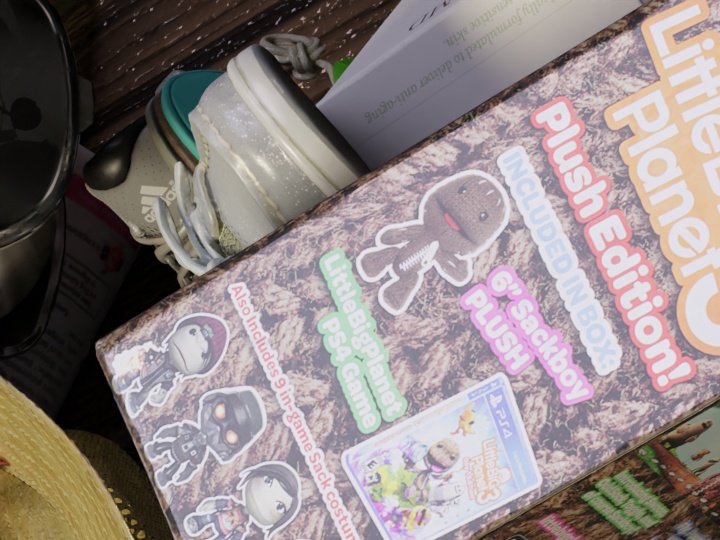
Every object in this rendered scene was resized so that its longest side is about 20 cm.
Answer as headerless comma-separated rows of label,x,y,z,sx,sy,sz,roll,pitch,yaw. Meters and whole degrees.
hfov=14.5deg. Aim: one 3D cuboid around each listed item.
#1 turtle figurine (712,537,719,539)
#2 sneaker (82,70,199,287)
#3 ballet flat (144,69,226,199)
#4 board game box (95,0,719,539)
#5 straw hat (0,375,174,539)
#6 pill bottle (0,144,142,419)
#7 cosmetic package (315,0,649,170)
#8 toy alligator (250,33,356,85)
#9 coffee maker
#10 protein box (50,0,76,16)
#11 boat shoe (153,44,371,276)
turtle figurine,0.108,0.138,0.675,0.200,0.101,0.150,9,87,37
sneaker,-0.051,0.006,0.977,0.075,0.115,0.200,-38,37,24
ballet flat,0.000,0.000,0.915,0.200,0.067,0.064,30,126,34
board game box,0.064,0.029,0.709,0.200,0.159,0.097,-31,63,10
straw hat,-0.114,0.099,1.001,0.201,0.202,0.085,-19,4,43
pill bottle,-0.172,0.039,1.107,0.113,0.113,0.200,7,68,54
cosmetic package,0.077,-0.081,0.848,0.107,0.085,0.200,-33,11,30
toy alligator,0.019,-0.043,0.993,0.200,0.059,0.054,22,121,57
coffee maker,-0.190,-0.026,0.957,0.192,0.135,0.200,-25,-7,-10
protein box,-0.258,-0.096,1.237,0.198,0.135,0.200,-41,2,22
boat shoe,-0.017,0.012,0.793,0.065,0.202,0.074,-35,65,-11
